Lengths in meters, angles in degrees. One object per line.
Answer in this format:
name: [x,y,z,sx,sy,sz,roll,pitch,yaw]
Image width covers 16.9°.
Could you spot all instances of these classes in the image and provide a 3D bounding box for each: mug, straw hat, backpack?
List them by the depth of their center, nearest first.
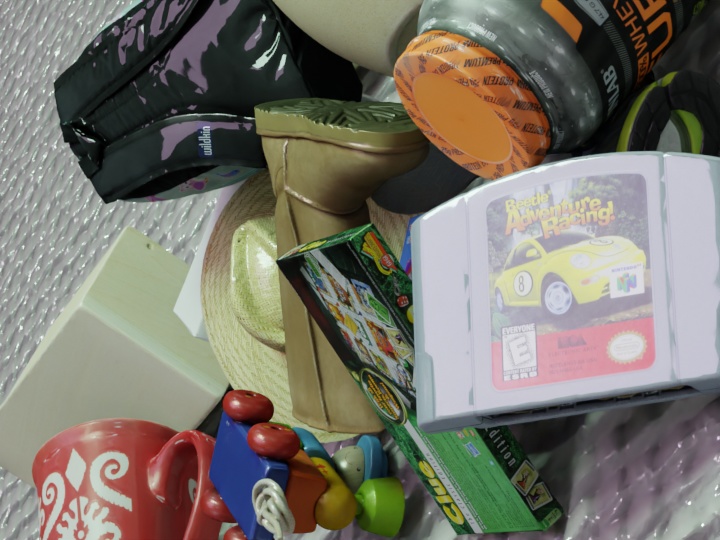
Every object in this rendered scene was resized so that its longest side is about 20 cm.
straw hat: [-0.044,0.010,1.593,0.200,0.085,0.203,-3,83,28]
backpack: [-0.103,-0.121,1.617,0.199,0.126,0.168,-29,75,32]
mug: [-0.173,0.216,1.774,0.178,0.132,0.201,109,161,-49]

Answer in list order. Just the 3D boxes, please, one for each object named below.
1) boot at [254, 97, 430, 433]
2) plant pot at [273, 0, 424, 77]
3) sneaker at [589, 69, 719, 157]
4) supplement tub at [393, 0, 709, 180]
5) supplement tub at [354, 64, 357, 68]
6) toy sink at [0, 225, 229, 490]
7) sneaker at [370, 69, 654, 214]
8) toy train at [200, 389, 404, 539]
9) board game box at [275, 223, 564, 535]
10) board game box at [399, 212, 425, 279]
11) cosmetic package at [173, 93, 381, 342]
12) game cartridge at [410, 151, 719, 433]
boot: [0.000,0.000,1.463,0.175,0.066,0.202,17,116,64]
plant pot: [0.034,-0.193,1.470,0.200,0.199,0.135,-50,51,38]
sneaker: [0.145,-0.015,1.356,0.201,0.074,0.081,-65,14,-2]
supplement tub: [0.116,-0.151,1.355,0.200,0.123,0.122,-49,16,-21]
supplement tub: [-0.080,-0.176,1.864,0.200,0.144,0.146,-45,34,44]
toy sink: [-0.189,0.084,1.892,0.200,0.130,0.112,-50,10,40]
sneaker: [0.086,-0.097,1.469,0.199,0.072,0.073,-21,48,29]
toy train: [-0.023,0.145,1.516,0.200,0.115,0.085,-138,59,-68]
board game box: [0.032,0.066,1.394,0.023,0.201,0.105,-39,11,-27]
board game box: [0.080,0.022,1.484,0.200,0.045,0.135,-16,58,62]
cosmetic package: [-0.044,-0.036,1.721,0.201,0.107,0.085,-69,18,5]
game cartridge: [0.117,0.008,1.284,0.199,0.041,0.134,-11,68,28]
